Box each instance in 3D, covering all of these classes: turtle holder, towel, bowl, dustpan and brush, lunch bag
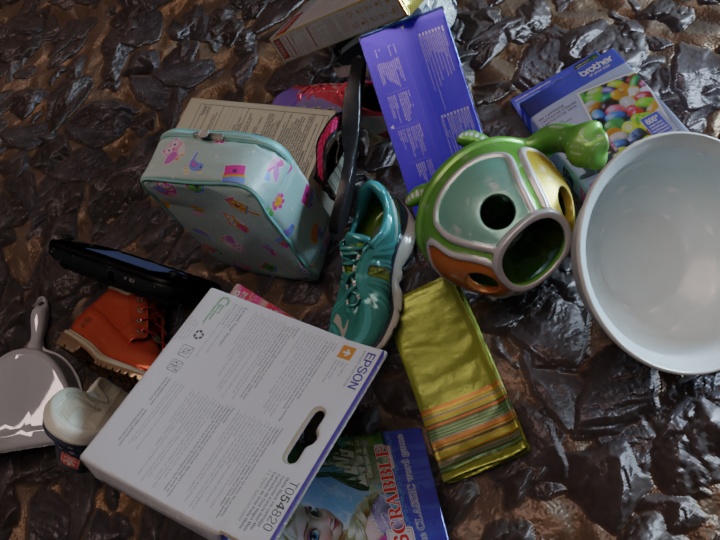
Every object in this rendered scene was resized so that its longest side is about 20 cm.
[{"bbox_3d":[0.148,-0.053,0.768,0.184,0.142,0.132,-23,32,-10],"label":"turtle holder"},{"bbox_3d":[0.087,0.098,0.788,0.085,0.018,0.201,-24,57,7],"label":"towel"},{"bbox_3d":[0.263,-0.012,0.715,0.199,0.090,0.203,1,86,-11],"label":"bowl"},{"bbox_3d":[-0.383,0.115,0.944,0.138,0.057,0.202,-9,66,3],"label":"dustpan and brush"},{"bbox_3d":[-0.126,-0.069,0.850,0.159,0.200,0.078,11,65,27],"label":"lunch bag"}]

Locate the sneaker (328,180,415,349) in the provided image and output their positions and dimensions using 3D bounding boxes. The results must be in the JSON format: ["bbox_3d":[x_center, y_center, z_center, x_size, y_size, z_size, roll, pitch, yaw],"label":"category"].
[{"bbox_3d":[0.000,0.000,0.830,0.077,0.080,0.202,-4,58,27],"label":"sneaker"}]

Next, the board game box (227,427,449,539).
[{"bbox_3d":[-0.022,0.243,0.687,0.198,0.041,0.201,-5,58,-14],"label":"board game box"}]

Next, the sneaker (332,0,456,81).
[{"bbox_3d":[0.031,-0.292,0.981,0.129,0.080,0.200,-2,50,34],"label":"sneaker"}]

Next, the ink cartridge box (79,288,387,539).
[{"bbox_3d":[-0.102,0.124,0.694,0.199,0.041,0.200,18,56,27],"label":"ink cartridge box"}]

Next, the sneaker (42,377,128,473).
[{"bbox_3d":[-0.273,0.164,0.802,0.075,0.200,0.085,33,86,1],"label":"sneaker"}]

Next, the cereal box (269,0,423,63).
[{"bbox_3d":[0.005,-0.305,0.911,0.199,0.040,0.144,-5,39,46],"label":"cereal box"}]

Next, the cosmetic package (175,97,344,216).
[{"bbox_3d":[-0.116,-0.129,0.946,0.198,0.087,0.104,12,69,25],"label":"cosmetic package"}]

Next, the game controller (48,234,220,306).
[{"bbox_3d":[-0.256,-0.002,0.924,0.199,0.104,0.043,17,102,27],"label":"game controller"}]

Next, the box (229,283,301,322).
[{"bbox_3d":[-0.127,0.130,0.805,0.099,0.096,0.201,28,76,29],"label":"box"}]

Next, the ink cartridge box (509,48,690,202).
[{"bbox_3d":[0.250,-0.151,0.848,0.119,0.042,0.201,-30,55,3],"label":"ink cartridge box"}]

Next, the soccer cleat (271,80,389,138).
[{"bbox_3d":[-0.022,-0.197,0.953,0.198,0.077,0.067,14,67,25],"label":"soccer cleat"}]

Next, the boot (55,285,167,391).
[{"bbox_3d":[-0.241,0.075,0.888,0.199,0.075,0.108,21,66,36],"label":"boot"}]

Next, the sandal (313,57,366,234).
[{"bbox_3d":[-0.024,-0.131,0.856,0.045,0.075,0.202,5,71,0],"label":"sandal"}]

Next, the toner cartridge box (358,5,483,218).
[{"bbox_3d":[0.073,-0.162,0.857,0.094,0.043,0.202,-17,91,6],"label":"toner cartridge box"}]
